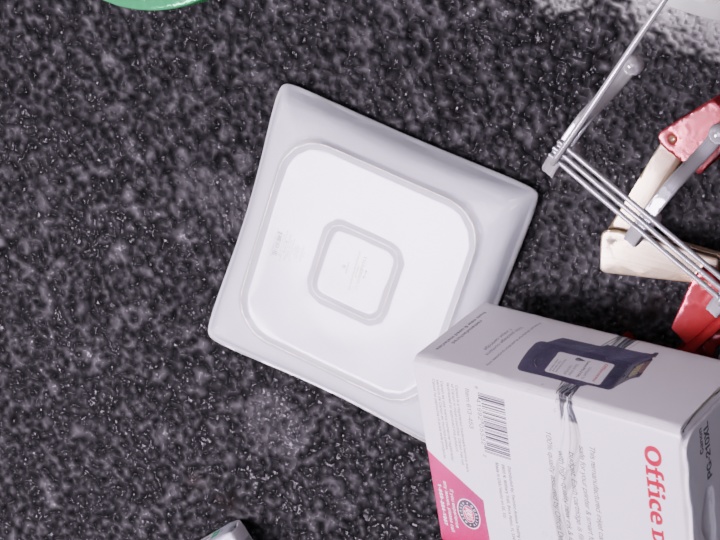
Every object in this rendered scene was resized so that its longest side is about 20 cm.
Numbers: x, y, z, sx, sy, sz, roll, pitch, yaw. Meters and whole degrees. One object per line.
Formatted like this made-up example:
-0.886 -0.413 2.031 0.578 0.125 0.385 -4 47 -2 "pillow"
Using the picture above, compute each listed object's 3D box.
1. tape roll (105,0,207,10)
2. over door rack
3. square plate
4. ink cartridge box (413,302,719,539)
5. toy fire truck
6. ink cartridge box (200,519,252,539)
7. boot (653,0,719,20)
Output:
-0.136 -0.277 1.205 0.199 0.048 0.202 6 106 22 "tape roll"
0.209 -0.086 1.036 0.148 0.067 0.200 41 137 11 "over door rack"
0.000 0.000 1.231 0.197 0.028 0.201 24 111 15 "square plate"
0.142 0.118 1.123 0.199 0.084 0.146 14 125 39 "ink cartridge box"
0.201 0.001 1.136 0.141 0.049 0.200 47 116 6 "toy fire truck"
-0.135 0.303 1.323 0.199 0.050 0.162 -30 91 6 "ink cartridge box"
0.154 -0.245 1.072 0.198 0.072 0.145 15 113 5 "boot"
